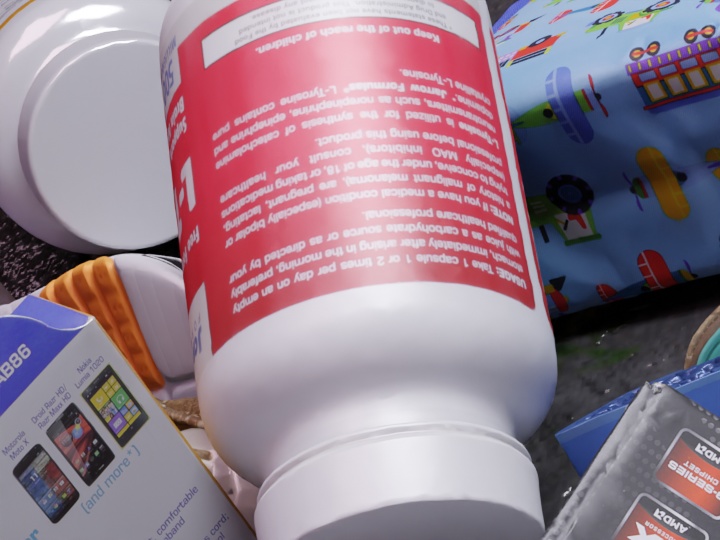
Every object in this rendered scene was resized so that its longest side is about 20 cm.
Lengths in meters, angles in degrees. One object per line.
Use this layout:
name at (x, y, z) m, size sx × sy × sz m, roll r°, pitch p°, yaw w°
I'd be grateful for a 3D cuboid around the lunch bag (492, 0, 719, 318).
lunch bag at (0.113, -0.082, 0.899) m, size 0.150 × 0.094 × 0.200 m, roll -16°, pitch 27°, yaw 31°

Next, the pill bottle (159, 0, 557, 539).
pill bottle at (0.000, 0.000, 0.753) m, size 0.112 × 0.112 × 0.201 m, roll -21°, pitch 58°, yaw 20°

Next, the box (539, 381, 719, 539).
box at (0.104, 0.143, 0.529) m, size 0.199 × 0.044 × 0.160 m, roll 33°, pitch 63°, yaw 10°

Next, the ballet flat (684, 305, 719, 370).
ballet flat at (0.196, 0.002, 0.740) m, size 0.199 × 0.071 × 0.065 m, roll -20°, pitch 8°, yaw 17°

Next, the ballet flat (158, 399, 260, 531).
ballet flat at (-0.076, 0.075, 0.829) m, size 0.199 × 0.071 × 0.065 m, roll 9°, pitch 11°, yaw 34°

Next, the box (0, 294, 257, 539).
box at (-0.089, 0.103, 0.719) m, size 0.041 × 0.201 × 0.119 m, roll 14°, pitch 55°, yaw 50°

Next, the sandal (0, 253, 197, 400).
sandal at (-0.092, 0.029, 0.939) m, size 0.059 × 0.080 × 0.206 m, roll -22°, pitch 8°, yaw -36°

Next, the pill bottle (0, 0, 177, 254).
pill bottle at (-0.114, -0.069, 1.017) m, size 0.111 × 0.111 × 0.200 m, roll -38°, pitch 20°, yaw -5°

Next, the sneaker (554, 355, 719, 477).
sneaker at (0.156, 0.047, 0.687) m, size 0.199 × 0.078 × 0.070 m, roll -23°, pitch -1°, yaw 23°

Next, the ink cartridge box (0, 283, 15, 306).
ink cartridge box at (-0.258, -0.031, 1.052) m, size 0.084 × 0.200 × 0.144 m, roll -47°, pitch 34°, yaw -14°
